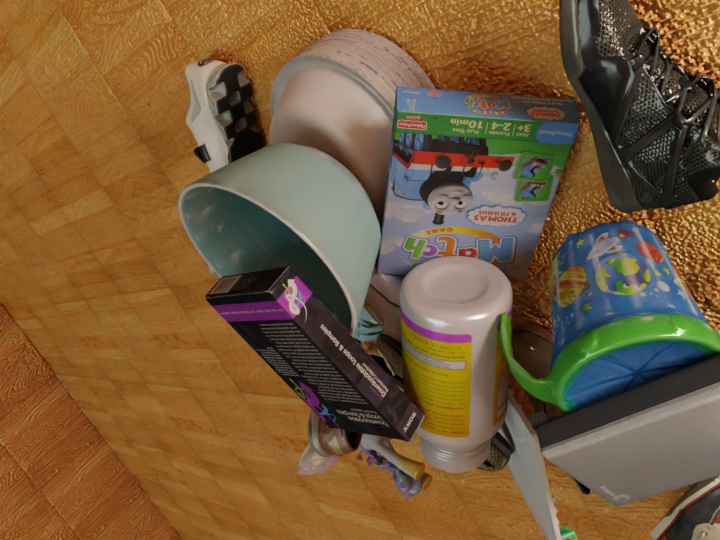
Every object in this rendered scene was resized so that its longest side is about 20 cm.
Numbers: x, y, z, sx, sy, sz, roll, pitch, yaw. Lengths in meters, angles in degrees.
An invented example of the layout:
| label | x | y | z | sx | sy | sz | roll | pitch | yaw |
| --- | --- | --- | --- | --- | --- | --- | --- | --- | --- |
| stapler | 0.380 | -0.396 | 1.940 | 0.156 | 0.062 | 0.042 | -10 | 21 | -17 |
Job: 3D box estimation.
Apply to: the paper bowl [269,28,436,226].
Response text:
| label | x | y | z | sx | sy | sz | roll | pitch | yaw |
| --- | --- | --- | --- | --- | --- | --- | --- | --- | --- |
| paper bowl | -0.012 | -0.125 | 0.783 | 0.199 | 0.104 | 0.202 | 29 | 143 | 24 |

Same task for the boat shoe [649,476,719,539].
| label | x | y | z | sx | sy | sz | roll | pitch | yaw |
| --- | --- | --- | --- | --- | --- | --- | --- | --- | --- |
| boat shoe | 0.346 | 0.241 | 0.772 | 0.063 | 0.071 | 0.201 | 44 | 154 | 27 |

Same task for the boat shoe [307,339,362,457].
| label | x | y | z | sx | sy | sz | roll | pitch | yaw |
| --- | --- | --- | --- | --- | --- | --- | --- | --- | --- |
| boat shoe | -0.016 | 0.142 | 1.025 | 0.071 | 0.204 | 0.075 | -5 | 166 | 40 |

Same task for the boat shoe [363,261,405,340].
| label | x | y | z | sx | sy | sz | roll | pitch | yaw |
| --- | --- | --- | --- | --- | --- | --- | --- | --- | --- |
| boat shoe | 0.000 | 0.000 | 0.839 | 0.200 | 0.073 | 0.066 | 51 | 129 | 50 |

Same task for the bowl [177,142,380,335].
| label | x | y | z | sx | sy | sz | roll | pitch | yaw |
| --- | --- | --- | --- | --- | --- | --- | --- | --- | --- |
| bowl | -0.059 | -0.038 | 0.726 | 0.199 | 0.105 | 0.202 | 30 | 153 | 17 |

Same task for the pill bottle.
| label | x | y | z | sx | sy | sz | roll | pitch | yaw |
| --- | --- | --- | --- | --- | --- | --- | --- | --- | --- |
| pill bottle | 0.091 | 0.096 | 0.751 | 0.103 | 0.104 | 0.203 | 22 | 130 | 34 |

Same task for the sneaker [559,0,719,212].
| label | x | y | z | sx | sy | sz | roll | pitch | yaw |
| --- | --- | --- | --- | --- | --- | --- | --- | --- | --- |
| sneaker | 0.210 | -0.129 | 0.544 | 0.113 | 0.076 | 0.201 | 3 | 130 | 46 |

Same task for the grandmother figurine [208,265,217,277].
| label | x | y | z | sx | sy | sz | roll | pitch | yaw |
| --- | --- | --- | --- | --- | --- | --- | --- | --- | --- |
| grandmother figurine | -0.152 | 0.025 | 1.158 | 0.199 | 0.060 | 0.122 | 38 | 119 | 21 |

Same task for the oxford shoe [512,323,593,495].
| label | x | y | z | sx | sy | sz | roll | pitch | yaw |
| --- | --- | --- | --- | --- | --- | --- | --- | --- | --- |
| oxford shoe | 0.214 | 0.147 | 0.829 | 0.201 | 0.074 | 0.071 | 54 | 147 | -9 |

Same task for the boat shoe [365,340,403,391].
| label | x | y | z | sx | sy | sz | roll | pitch | yaw |
| --- | --- | --- | --- | --- | --- | --- | --- | --- | --- |
| boat shoe | 0.079 | 0.142 | 0.958 | 0.199 | 0.066 | 0.075 | 34 | 148 | 44 |

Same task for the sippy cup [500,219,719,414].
| label | x | y | z | sx | sy | sz | roll | pitch | yaw |
| --- | --- | --- | --- | --- | --- | --- | --- | --- | --- |
| sippy cup | 0.213 | 0.037 | 0.641 | 0.175 | 0.132 | 0.140 | 9 | 140 | -15 |

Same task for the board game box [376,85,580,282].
| label | x | y | z | sx | sy | sz | roll | pitch | yaw |
| --- | --- | --- | --- | --- | --- | --- | --- | --- | --- |
| board game box | 0.096 | -0.069 | 0.703 | 0.149 | 0.037 | 0.201 | 3 | 141 | -2 |

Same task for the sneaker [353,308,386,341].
| label | x | y | z | sx | sy | sz | roll | pitch | yaw |
| --- | --- | --- | --- | --- | --- | --- | --- | --- | --- |
| sneaker | 0.037 | 0.043 | 0.929 | 0.199 | 0.079 | 0.132 | 31 | 144 | 41 |

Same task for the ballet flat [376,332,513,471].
| label | x | y | z | sx | sy | sz | roll | pitch | yaw |
| --- | --- | --- | --- | --- | --- | --- | --- | --- | --- |
| ballet flat | 0.085 | 0.148 | 0.873 | 0.200 | 0.046 | 0.067 | 43 | -171 | 14 |

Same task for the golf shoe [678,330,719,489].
| label | x | y | z | sx | sy | sz | roll | pitch | yaw |
| --- | --- | --- | --- | --- | --- | --- | --- | --- | --- |
| golf shoe | 0.288 | 0.121 | 0.718 | 0.091 | 0.075 | 0.202 | 31 | 143 | 30 |

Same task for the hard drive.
| label | x | y | z | sx | sy | sz | roll | pitch | yaw |
| --- | --- | --- | --- | --- | --- | --- | --- | --- | --- |
| hard drive | 0.260 | 0.126 | 0.620 | 0.199 | 0.033 | 0.139 | -29 | 133 | 30 |

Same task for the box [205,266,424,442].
| label | x | y | z | sx | sy | sz | roll | pitch | yaw |
| --- | --- | --- | --- | --- | --- | --- | --- | --- | --- |
| box | -0.045 | 0.082 | 0.742 | 0.201 | 0.036 | 0.142 | 51 | 152 | -20 |

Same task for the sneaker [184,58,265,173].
| label | x | y | z | sx | sy | sz | roll | pitch | yaw |
| --- | --- | --- | --- | --- | --- | --- | --- | --- | --- |
| sneaker | -0.169 | -0.163 | 0.963 | 0.088 | 0.074 | 0.203 | 22 | 130 | 34 |

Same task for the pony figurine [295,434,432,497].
| label | x | y | z | sx | sy | sz | roll | pitch | yaw |
| --- | --- | --- | --- | --- | --- | --- | --- | --- | --- |
| pony figurine | 0.019 | 0.225 | 1.103 | 0.199 | 0.166 | 0.196 | 31 | 113 | 29 |

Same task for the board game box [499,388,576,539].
| label | x | y | z | sx | sy | sz | roll | pitch | yaw |
| --- | --- | --- | --- | --- | --- | --- | --- | --- | --- |
| board game box | 0.176 | 0.183 | 0.860 | 0.201 | 0.026 | 0.202 | -115 | 5 | -58 |
